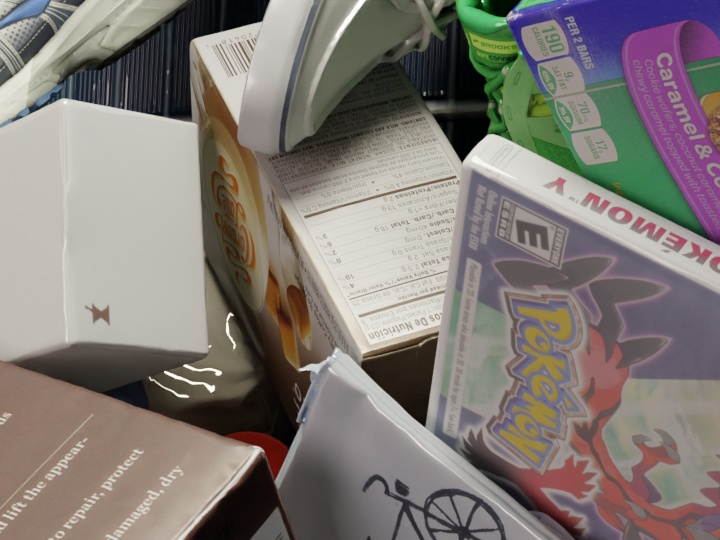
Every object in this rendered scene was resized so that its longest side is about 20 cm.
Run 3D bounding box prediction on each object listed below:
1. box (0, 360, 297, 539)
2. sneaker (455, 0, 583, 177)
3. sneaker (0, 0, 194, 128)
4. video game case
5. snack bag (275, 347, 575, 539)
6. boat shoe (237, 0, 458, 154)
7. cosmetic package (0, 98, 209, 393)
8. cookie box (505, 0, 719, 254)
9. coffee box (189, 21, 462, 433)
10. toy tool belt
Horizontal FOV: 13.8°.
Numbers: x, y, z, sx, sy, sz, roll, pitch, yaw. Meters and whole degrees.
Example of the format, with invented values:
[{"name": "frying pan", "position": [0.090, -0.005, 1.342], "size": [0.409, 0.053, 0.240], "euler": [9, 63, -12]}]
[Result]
[{"name": "box", "position": [-0.134, 0.152, 1.138], "size": [0.200, 0.164, 0.166], "euler": [15, 139, 36]}, {"name": "sneaker", "position": [0.067, -0.081, 1.167], "size": [0.074, 0.083, 0.201], "euler": [19, 104, 49]}, {"name": "sneaker", "position": [-0.165, -0.106, 1.324], "size": [0.085, 0.200, 0.077], "euler": [54, 157, -4]}, {"name": "video game case", "position": [0.106, 0.066, 1.035], "size": [0.182, 0.023, 0.200], "euler": [27, 139, 19]}, {"name": "snack bag", "position": [0.037, 0.142, 1.130], "size": [0.200, 0.021, 0.189], "euler": [38, 140, 13]}, {"name": "boat shoe", "position": [0.015, -0.122, 1.179], "size": [0.074, 0.065, 0.200], "euler": [93, -159, -61]}, {"name": "cosmetic package", "position": [-0.151, 0.005, 1.247], "size": [0.200, 0.071, 0.102], "euler": [-18, 70, 48]}, {"name": "cookie box", "position": [0.174, -0.045, 0.963], "size": [0.200, 0.075, 0.171], "euler": [-11, 116, 40]}, {"name": "coffee box", "position": [0.000, 0.000, 1.196], "size": [0.115, 0.079, 0.200], "euler": [90, 159, -44]}, {"name": "toy tool belt", "position": [-0.074, 0.063, 1.318], "size": [0.123, 0.125, 0.200], "euler": [93, 157, -52]}]
